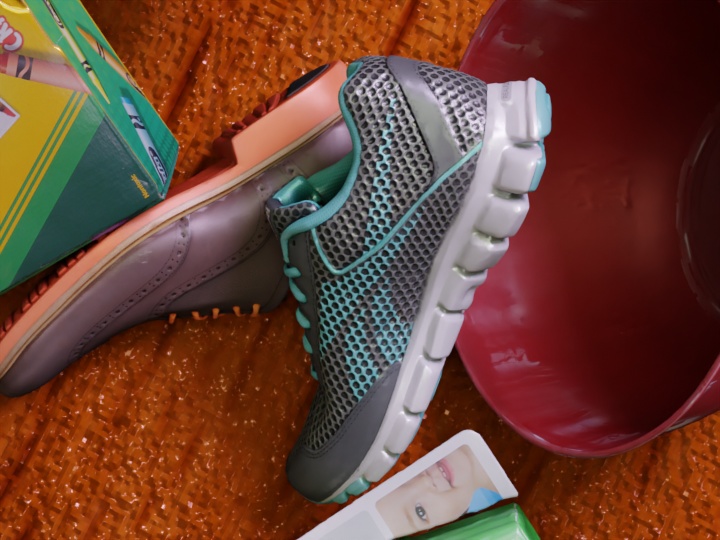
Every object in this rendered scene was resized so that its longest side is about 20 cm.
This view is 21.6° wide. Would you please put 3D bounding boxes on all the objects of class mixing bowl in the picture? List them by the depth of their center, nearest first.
[{"bbox_3d":[0.127,-0.026,0.749,0.108,0.200,0.202,4,83,-33],"label":"mixing bowl"}]

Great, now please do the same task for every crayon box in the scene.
[{"bbox_3d":[-0.174,-0.089,0.730,0.118,0.058,0.201,-29,110,15],"label":"crayon box"}]

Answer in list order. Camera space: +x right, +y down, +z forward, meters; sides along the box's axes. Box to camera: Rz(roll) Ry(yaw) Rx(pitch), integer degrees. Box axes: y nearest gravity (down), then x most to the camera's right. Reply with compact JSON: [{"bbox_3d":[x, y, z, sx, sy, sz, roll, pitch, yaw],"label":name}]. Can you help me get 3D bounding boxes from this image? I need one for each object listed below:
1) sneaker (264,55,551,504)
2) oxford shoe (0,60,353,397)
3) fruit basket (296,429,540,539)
[{"bbox_3d":[0.000,0.000,0.749,0.091,0.078,0.201,21,113,-6],"label":"sneaker"},{"bbox_3d":[-0.069,-0.001,0.777,0.199,0.071,0.073,-36,101,-1],"label":"oxford shoe"},{"bbox_3d":[0.011,0.192,0.750,0.199,0.094,0.186,-32,89,-2],"label":"fruit basket"}]
